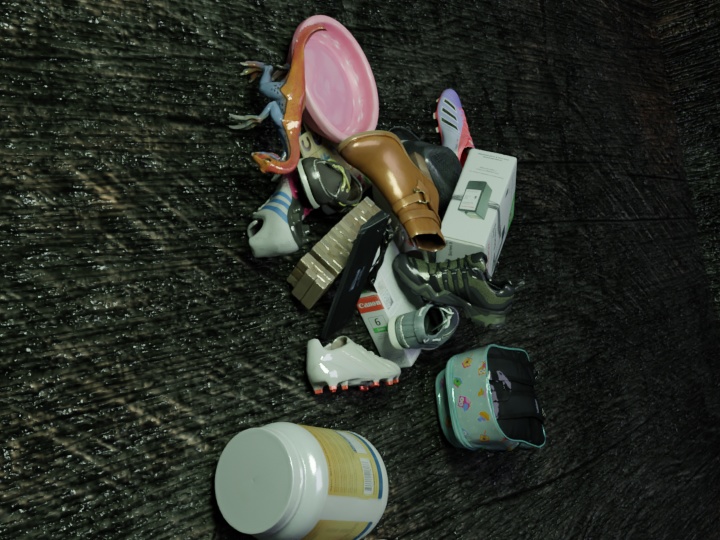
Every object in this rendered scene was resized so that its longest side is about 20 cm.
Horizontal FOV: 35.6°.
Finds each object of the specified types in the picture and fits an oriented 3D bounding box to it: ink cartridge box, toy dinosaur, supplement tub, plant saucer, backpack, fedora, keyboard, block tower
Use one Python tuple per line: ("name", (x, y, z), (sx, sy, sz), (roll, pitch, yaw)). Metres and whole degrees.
("ink cartridge box", (0.040, 0.040, 1.735), (0.202, 0.050, 0.109), (63, 35, -21))
("toy dinosaur", (-0.108, -0.217, 1.504), (0.104, 0.201, 0.183), (15, 34, -38))
("supplement tub", (-0.072, 0.266, 1.392), (0.199, 0.143, 0.147), (20, 63, -54))
("plant saucer", (-0.048, -0.282, 1.692), (0.200, 0.050, 0.204), (29, 54, -48))
("backpack", (0.208, 0.213, 1.844), (0.200, 0.151, 0.179), (24, 57, -63))
("ink cartridge box", (0.188, -0.072, 1.820), (0.147, 0.083, 0.202), (84, 24, -51))
("fedora", (0.115, -0.158, 1.876), (0.200, 0.090, 0.204), (27, 58, -52))
("keyboard", (0.000, 0.000, 1.593), (0.127, 0.020, 0.202), (-32, 150, -51))
("block tower", (-0.029, -0.030, 1.602), (0.054, 0.058, 0.200), (41, 45, 2))

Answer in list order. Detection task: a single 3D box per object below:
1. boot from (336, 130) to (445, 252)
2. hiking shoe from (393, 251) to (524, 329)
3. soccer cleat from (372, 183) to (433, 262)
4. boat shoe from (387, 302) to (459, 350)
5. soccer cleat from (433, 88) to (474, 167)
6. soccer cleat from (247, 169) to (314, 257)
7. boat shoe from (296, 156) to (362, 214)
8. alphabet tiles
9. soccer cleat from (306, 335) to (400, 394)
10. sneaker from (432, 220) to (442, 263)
("boot", (0.051, -0.113, 1.663), (0.199, 0.076, 0.157), (24, 46, -52))
("hiking shoe", (0.149, 0.005, 1.715), (0.198, 0.102, 0.076), (25, 19, -6))
("soccer cleat", (0.072, -0.066, 1.782), (0.078, 0.068, 0.202), (-78, 149, -68))
("boat shoe", (0.114, 0.084, 1.731), (0.199, 0.061, 0.074), (-7, 84, -59))
("soccer cleat", (0.175, -0.239, 2.016), (0.066, 0.076, 0.203), (33, 53, -48))
("soccer cleat", (-0.113, -0.080, 1.523), (0.201, 0.085, 0.071), (-89, 159, -64))
("boat shoe", (-0.042, -0.124, 1.572), (0.201, 0.060, 0.073), (20, 54, -80))
("alphabet tiles", (-0.034, -0.190, 1.734), (0.200, 0.006, 0.169), (-44, 118, -54))
("soccer cleat", (-0.006, 0.133, 1.617), (0.199, 0.069, 0.079), (5, 73, -54))
("sneaker", (0.169, -0.039, 1.922), (0.080, 0.094, 0.201), (57, 37, -28))
